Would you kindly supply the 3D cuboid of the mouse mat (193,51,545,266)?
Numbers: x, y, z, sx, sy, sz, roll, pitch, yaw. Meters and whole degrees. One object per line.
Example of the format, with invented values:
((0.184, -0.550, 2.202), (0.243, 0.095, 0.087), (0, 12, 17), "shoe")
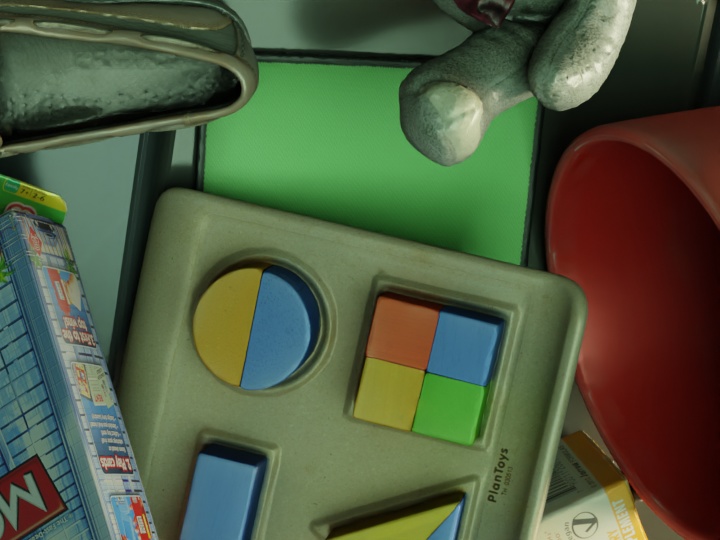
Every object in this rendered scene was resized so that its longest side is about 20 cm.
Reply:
((0.000, 0.000, 1.059), (0.161, 0.008, 0.200), (1, 107, -14), "mouse mat")

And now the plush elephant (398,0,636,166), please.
((0.080, -0.161, 0.942), (0.200, 0.165, 0.155), (-15, 151, -25), "plush elephant")

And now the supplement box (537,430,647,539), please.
((0.045, 0.178, 1.088), (0.200, 0.074, 0.126), (-25, 111, -5), "supplement box")

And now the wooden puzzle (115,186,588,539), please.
((-0.017, 0.074, 1.000), (0.200, 0.046, 0.185), (14, 97, 11), "wooden puzzle")

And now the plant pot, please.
((0.205, 0.006, 1.023), (0.177, 0.200, 0.201), (-18, 110, -19), "plant pot")

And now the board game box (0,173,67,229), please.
((-0.205, 0.035, 0.989), (0.096, 0.030, 0.200), (20, 115, -19), "board game box")

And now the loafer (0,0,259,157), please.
((-0.141, -0.080, 0.966), (0.200, 0.063, 0.072), (-7, 112, -10), "loafer")

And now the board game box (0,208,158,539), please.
((-0.161, 0.114, 0.927), (0.200, 0.062, 0.200), (-34, 78, 9), "board game box")
